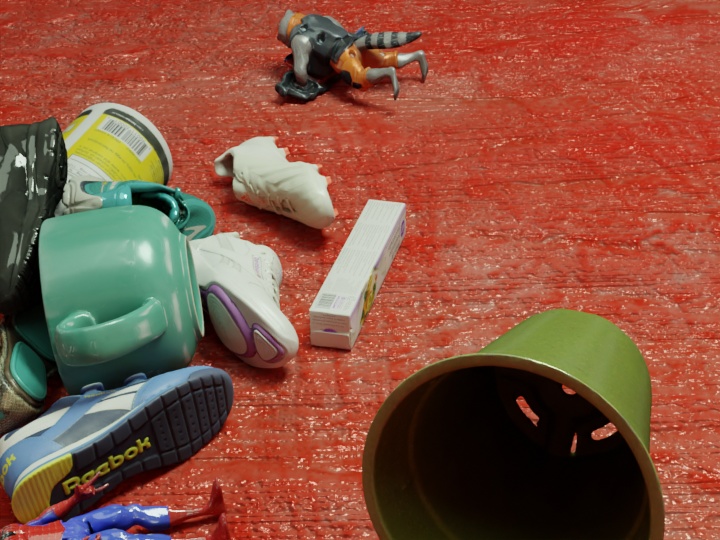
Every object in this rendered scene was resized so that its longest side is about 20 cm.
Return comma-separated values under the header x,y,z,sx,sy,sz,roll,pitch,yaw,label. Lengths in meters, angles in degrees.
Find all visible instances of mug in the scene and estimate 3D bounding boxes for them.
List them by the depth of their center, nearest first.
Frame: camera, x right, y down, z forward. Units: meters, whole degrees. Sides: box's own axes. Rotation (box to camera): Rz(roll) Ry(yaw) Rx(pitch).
x,y,z,sx,sy,sz,roll,pitch,yaw,label
-0.191,0.034,1.042,0.114,0.153,0.186,-10,48,-4,mug

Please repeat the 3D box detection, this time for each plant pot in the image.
x,y,z,sx,sy,sz,roll,pitch,yaw,label
0.127,0.117,0.883,0.199,0.201,0.190,10,22,20,plant pot

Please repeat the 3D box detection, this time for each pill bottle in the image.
x,y,z,sx,sy,sz,roll,pitch,yaw,label
-0.276,-0.064,1.225,0.114,0.115,0.200,11,43,21,pill bottle

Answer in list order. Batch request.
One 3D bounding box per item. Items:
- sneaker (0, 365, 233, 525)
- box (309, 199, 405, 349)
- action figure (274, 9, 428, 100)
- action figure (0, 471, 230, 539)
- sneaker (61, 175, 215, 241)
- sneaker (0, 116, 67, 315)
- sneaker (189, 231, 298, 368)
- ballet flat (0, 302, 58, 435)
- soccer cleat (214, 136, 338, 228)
x,y,z,sx,sy,sz,roll,pitch,yaw,label
-0.191,0.119,0.983,0.199,0.074,0.082,-23,36,-30,sneaker
0.000,0.000,1.180,0.041,0.039,0.200,7,34,13,box
-0.012,-0.280,1.559,0.192,0.105,0.200,19,40,15,action figure
-0.195,0.188,0.903,0.199,0.052,0.066,-11,37,-8,action figure
-0.190,-0.047,1.177,0.079,0.078,0.200,-4,-4,26,sneaker
-0.307,-0.046,1.097,0.090,0.076,0.201,-1,52,-2,sneaker
-0.100,0.014,1.133,0.099,0.075,0.200,-22,38,-25,sneaker
-0.289,0.079,1.056,0.075,0.068,0.200,-37,19,11,ballet flat
-0.087,-0.085,1.299,0.077,0.070,0.200,-22,30,-18,soccer cleat
